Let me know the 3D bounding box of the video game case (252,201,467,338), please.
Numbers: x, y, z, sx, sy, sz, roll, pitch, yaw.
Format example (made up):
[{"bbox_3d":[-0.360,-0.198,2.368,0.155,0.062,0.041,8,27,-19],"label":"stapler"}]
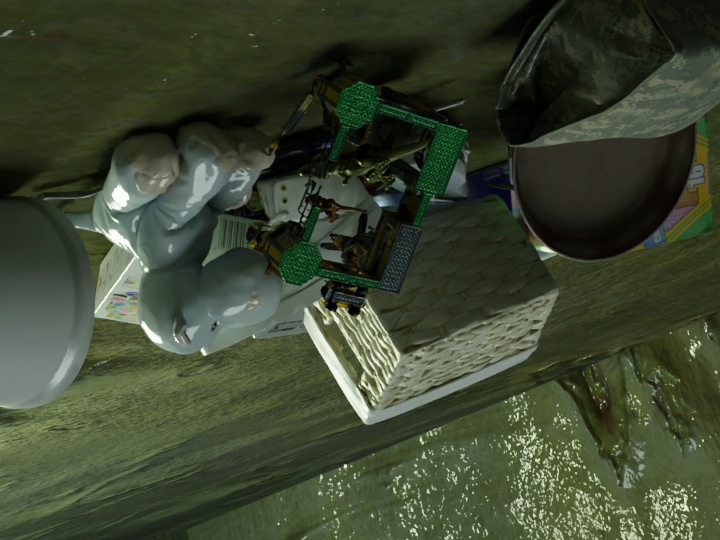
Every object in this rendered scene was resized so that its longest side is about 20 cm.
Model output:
[{"bbox_3d":[0.000,0.000,1.696,0.143,0.018,0.200,-5,150,-50],"label":"video game case"}]

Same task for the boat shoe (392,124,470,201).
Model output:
[{"bbox_3d":[0.062,-0.104,1.591,0.073,0.066,0.200,1,175,4],"label":"boat shoe"}]

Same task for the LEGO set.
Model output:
[{"bbox_3d":[-0.013,-0.077,1.415,0.153,0.201,0.116,4,-161,-29],"label":"LEGO set"}]

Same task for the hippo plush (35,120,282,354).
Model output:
[{"bbox_3d":[-0.148,-0.018,1.429,0.199,0.161,0.159,-17,168,-4],"label":"hippo plush"}]

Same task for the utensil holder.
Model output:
[{"bbox_3d":[-0.330,0.025,1.342,0.170,0.170,0.200,-26,164,34],"label":"utensil holder"}]

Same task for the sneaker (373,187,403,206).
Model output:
[{"bbox_3d":[0.030,-0.040,1.792,0.074,0.082,0.200,-13,165,-17],"label":"sneaker"}]

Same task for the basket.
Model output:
[{"bbox_3d":[0.068,0.032,1.642,0.200,0.136,0.123,-21,157,-26],"label":"basket"}]

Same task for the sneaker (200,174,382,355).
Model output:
[{"bbox_3d":[-0.075,-0.018,1.530,0.200,0.116,0.074,-31,-176,-9],"label":"sneaker"}]

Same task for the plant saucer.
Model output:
[{"bbox_3d":[0.213,-0.108,1.576,0.200,0.201,0.032,-12,-160,-26],"label":"plant saucer"}]

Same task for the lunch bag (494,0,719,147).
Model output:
[{"bbox_3d":[0.216,-0.168,1.405,0.164,0.118,0.200,-9,161,-40],"label":"lunch bag"}]

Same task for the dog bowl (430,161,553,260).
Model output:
[{"bbox_3d":[0.155,-0.054,1.922,0.199,0.079,0.200,-17,168,-4],"label":"dog bowl"}]

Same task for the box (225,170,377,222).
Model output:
[{"bbox_3d":[-0.078,-0.048,1.694,0.136,0.038,0.200,-13,167,-22],"label":"box"}]

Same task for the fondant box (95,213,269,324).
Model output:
[{"bbox_3d":[-0.158,0.003,1.644,0.144,0.058,0.200,11,158,-17],"label":"fondant box"}]

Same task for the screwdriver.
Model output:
[{"bbox_3d":[-0.006,-0.118,1.520,0.199,0.028,0.029,-19,-161,0],"label":"screwdriver"}]

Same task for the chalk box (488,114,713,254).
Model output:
[{"bbox_3d":[0.220,-0.083,1.684,0.199,0.124,0.124,-13,-165,-27],"label":"chalk box"}]
